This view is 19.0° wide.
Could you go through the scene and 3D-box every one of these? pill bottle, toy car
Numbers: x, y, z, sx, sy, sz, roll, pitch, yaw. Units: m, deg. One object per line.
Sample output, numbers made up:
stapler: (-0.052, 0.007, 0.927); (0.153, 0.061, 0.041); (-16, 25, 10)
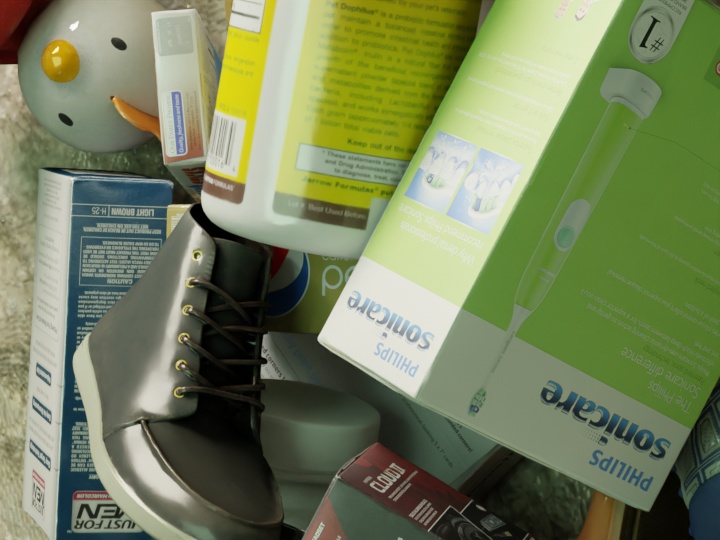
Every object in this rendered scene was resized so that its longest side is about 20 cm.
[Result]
pill bottle: (-0.003, -0.110, 0.951); (0.109, 0.109, 0.201); (17, 100, 36)
toy car: (-0.167, -0.128, 1.181); (0.200, 0.177, 0.185); (39, 103, 16)
pill bottle: (-0.047, 0.161, 1.072); (0.111, 0.111, 0.201); (18, 103, 36)

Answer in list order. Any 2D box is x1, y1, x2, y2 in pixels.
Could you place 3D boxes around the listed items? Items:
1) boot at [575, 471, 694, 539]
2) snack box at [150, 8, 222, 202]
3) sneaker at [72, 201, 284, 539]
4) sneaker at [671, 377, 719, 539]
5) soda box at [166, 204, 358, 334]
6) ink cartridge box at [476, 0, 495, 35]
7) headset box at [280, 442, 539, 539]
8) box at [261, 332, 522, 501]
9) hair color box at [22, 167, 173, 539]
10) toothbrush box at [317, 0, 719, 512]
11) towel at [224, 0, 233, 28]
boot: (0.080, 0.163, 1.058); (0.155, 0.077, 0.201); (16, 108, 40)
snack box: (-0.079, -0.075, 1.073); (0.024, 0.200, 0.072); (-6, 85, 1)
sneaker: (-0.072, 0.048, 0.986); (0.106, 0.075, 0.200); (-58, 35, 16)
sneaker: (0.171, 0.073, 0.984); (0.088, 0.075, 0.201); (3, 85, 45)
soda box: (0.000, 0.000, 1.056); (0.200, 0.068, 0.064); (2, 91, 35)
ink cartridge box: (0.061, -0.151, 1.040); (0.145, 0.085, 0.201); (-9, 88, 32)
headset box: (0.032, 0.184, 0.961); (0.200, 0.077, 0.149); (30, 103, 10)
box: (-0.004, 0.074, 1.129); (0.200, 0.041, 0.156); (-49, 64, 29)
hair color box: (-0.148, 0.045, 1.202); (0.100, 0.060, 0.201); (-162, 76, -71)
toothbrush box: (0.098, -0.020, 0.921); (0.086, 0.145, 0.200); (26, 90, 55)
towel: (-0.040, -0.137, 1.123); (0.147, 0.022, 0.201); (168, 98, -67)
